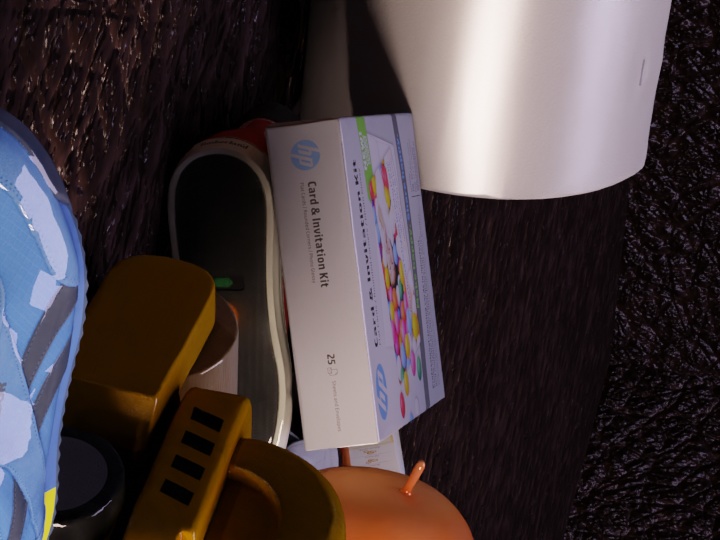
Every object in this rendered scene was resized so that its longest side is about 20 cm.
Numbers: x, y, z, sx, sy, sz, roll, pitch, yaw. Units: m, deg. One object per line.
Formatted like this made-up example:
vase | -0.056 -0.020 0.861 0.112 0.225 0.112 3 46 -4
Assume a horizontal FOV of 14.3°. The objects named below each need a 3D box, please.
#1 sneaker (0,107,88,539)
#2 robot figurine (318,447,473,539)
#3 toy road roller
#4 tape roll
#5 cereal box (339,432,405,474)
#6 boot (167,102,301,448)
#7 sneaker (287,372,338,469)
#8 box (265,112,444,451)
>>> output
sneaker | -0.139 0.043 0.982 0.078 0.066 0.201 -54 153 -60
robot figurine | -0.006 0.183 1.414 0.144 0.116 0.201 -11 110 -76
toy road roller | -0.068 0.101 1.214 0.200 0.146 0.123 -68 166 -49
tape roll | 0.070 -0.141 1.602 0.203 0.202 0.140 -60 160 -63
cereal box | -0.005 0.050 1.712 0.200 0.039 0.144 80 -1 -64
boot | -0.056 0.021 1.442 0.144 0.072 0.201 -51 147 -73
sneaker | -0.055 0.144 1.602 0.200 0.076 0.081 -79 167 -54
box | 0.000 0.000 1.437 0.200 0.041 0.156 -16 99 -78
